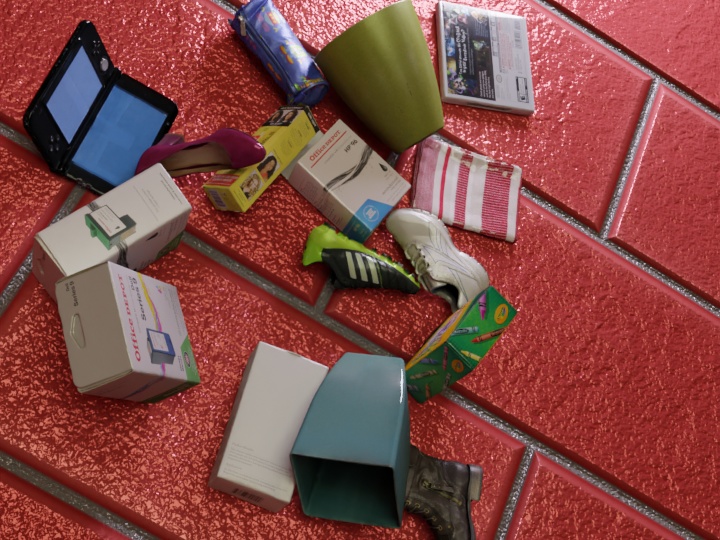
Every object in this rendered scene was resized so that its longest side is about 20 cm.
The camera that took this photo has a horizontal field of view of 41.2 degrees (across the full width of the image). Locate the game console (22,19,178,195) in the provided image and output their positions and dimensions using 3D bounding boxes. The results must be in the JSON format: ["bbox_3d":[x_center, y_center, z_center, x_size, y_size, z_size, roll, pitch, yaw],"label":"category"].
[{"bbox_3d":[-0.375,-0.232,1.406,0.116,0.173,0.203,12,61,15],"label":"game console"}]

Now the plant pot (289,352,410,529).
[{"bbox_3d":[0.001,0.221,1.324,0.138,0.143,0.202,4,44,12],"label":"plant pot"}]

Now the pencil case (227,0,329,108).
[{"bbox_3d":[-0.134,-0.353,1.557,0.202,0.078,0.086,55,34,8],"label":"pencil case"}]

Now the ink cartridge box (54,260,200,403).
[{"bbox_3d":[-0.300,0.086,1.249,0.086,0.200,0.148,-21,74,12],"label":"ink cartridge box"}]

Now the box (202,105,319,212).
[{"bbox_3d":[-0.151,-0.174,1.477,0.201,0.074,0.051,-51,128,-27],"label":"box"}]

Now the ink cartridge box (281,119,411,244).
[{"bbox_3d":[-0.033,-0.152,1.520,0.199,0.068,0.116,42,61,1],"label":"ink cartridge box"}]

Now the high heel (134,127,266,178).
[{"bbox_3d":[-0.234,-0.156,1.402,0.196,0.068,0.097,3,44,30],"label":"high heel"}]

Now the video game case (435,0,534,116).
[{"bbox_3d":[0.224,-0.383,1.732,0.178,0.023,0.204,6,68,-18],"label":"video game case"}]

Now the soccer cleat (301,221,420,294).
[{"bbox_3d":[0.000,0.000,1.480,0.197,0.067,0.082,27,93,-18],"label":"soccer cleat"}]

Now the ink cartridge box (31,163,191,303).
[{"bbox_3d":[-0.343,-0.040,1.320,0.199,0.146,0.085,-36,84,-27],"label":"ink cartridge box"}]

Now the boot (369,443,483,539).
[{"bbox_3d":[0.080,0.340,1.373,0.171,0.069,0.203,17,60,-7],"label":"boot"}]

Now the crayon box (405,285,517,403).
[{"bbox_3d":[0.137,0.112,1.400,0.058,0.200,0.119,43,61,0],"label":"crayon box"}]

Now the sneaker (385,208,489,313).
[{"bbox_3d":[0.115,-0.017,1.509,0.199,0.075,0.087,42,50,2],"label":"sneaker"}]

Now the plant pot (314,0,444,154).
[{"bbox_3d":[0.050,-0.300,1.561,0.185,0.187,0.203,-30,92,-27],"label":"plant pot"}]

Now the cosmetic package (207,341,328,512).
[{"bbox_3d":[-0.127,0.215,1.333,0.111,0.081,0.203,23,62,-10],"label":"cosmetic package"}]

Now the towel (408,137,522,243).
[{"bbox_3d":[0.181,-0.137,1.618,0.196,0.023,0.147,16,66,-14],"label":"towel"}]
